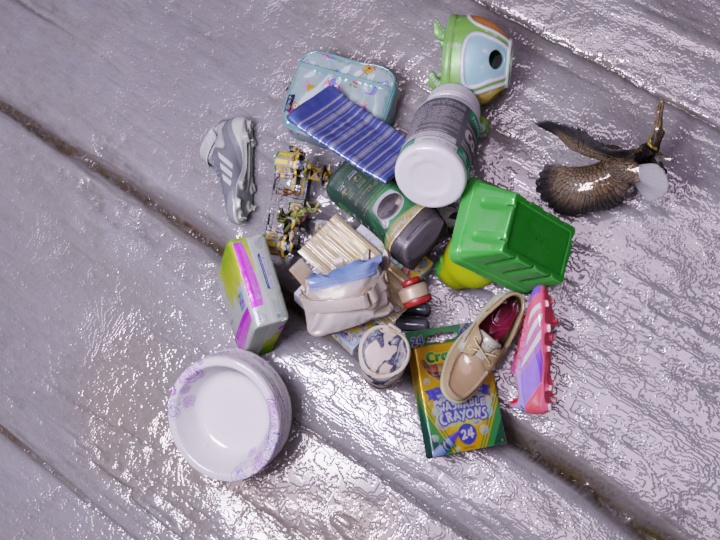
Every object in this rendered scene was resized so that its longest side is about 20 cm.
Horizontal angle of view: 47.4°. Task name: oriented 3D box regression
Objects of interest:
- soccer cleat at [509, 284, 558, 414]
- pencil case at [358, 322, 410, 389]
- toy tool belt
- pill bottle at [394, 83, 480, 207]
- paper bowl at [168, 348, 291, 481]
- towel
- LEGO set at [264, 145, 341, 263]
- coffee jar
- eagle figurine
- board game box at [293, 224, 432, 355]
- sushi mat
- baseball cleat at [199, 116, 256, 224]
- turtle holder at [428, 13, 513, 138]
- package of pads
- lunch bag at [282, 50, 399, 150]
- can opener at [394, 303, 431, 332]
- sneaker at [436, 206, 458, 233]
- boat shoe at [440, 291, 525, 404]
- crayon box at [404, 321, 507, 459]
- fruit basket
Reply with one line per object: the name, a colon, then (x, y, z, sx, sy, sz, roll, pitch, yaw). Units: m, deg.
soccer cleat: (0.267, 0.125, 1.284, 0.075, 0.066, 0.205, 1, 98, 27)
pencil case: (0.037, 0.134, 1.278, 0.076, 0.200, 0.091, 18, 79, 5)
toy tool belt: (-0.001, 0.017, 1.241, 0.196, 0.125, 0.126, -18, 85, 0)
pill bottle: (0.127, -0.201, 1.282, 0.110, 0.115, 0.202, 8, 43, 13)
paper bowl: (-0.207, 0.230, 1.343, 0.196, 0.104, 0.206, 2, 98, 15)
towel: (-0.007, -0.223, 1.323, 0.198, 0.145, 0.024, 34, 131, 11)
LEGO set: (-0.082, -0.103, 1.377, 0.113, 0.154, 0.205, 9, 84, 13)
coffee jar: (0.043, -0.098, 1.312, 0.104, 0.085, 0.200, -45, 66, -1)
eagle figurine: (0.383, -0.173, 1.309, 0.195, 0.151, 0.156, -9, 87, -1)
board game box: (0.005, 0.018, 1.339, 0.134, 0.034, 0.200, 40, 72, 12)
sushi mat: (0.000, 0.000, 1.321, 0.199, 0.012, 0.096, 41, 73, 12)
baseball cleat: (-0.238, -0.175, 1.472, 0.104, 0.070, 0.205, -3, 69, 18)
turtle holder: (0.184, -0.330, 1.367, 0.128, 0.141, 0.190, 6, 76, 12)
package of pads: (-0.180, 0.043, 1.342, 0.067, 0.200, 0.158, -14, 74, -20)
lunch bag: (-0.036, -0.295, 1.439, 0.196, 0.077, 0.164, 17, 84, 13)
can opener: (0.019, 0.071, 1.367, 0.195, 0.067, 0.054, 6, 79, 8)
sneaker: (0.100, -0.122, 1.379, 0.196, 0.076, 0.090, 16, 83, 14)
boat shoe: (0.190, 0.112, 1.266, 0.073, 0.066, 0.202, 33, 72, -1)
crayon box: (0.149, 0.185, 1.302, 0.123, 0.052, 0.205, -8, 77, -11)
fruit basket: (0.208, -0.042, 1.305, 0.211, 0.216, 0.159, 14, 82, 14)
